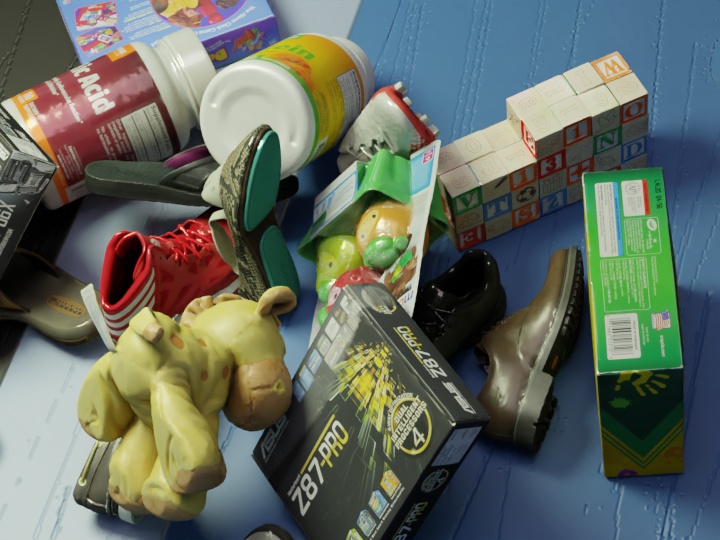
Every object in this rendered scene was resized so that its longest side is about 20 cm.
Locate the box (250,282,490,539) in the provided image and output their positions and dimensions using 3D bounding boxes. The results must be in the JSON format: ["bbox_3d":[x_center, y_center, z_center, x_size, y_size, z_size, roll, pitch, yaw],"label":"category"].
[{"bbox_3d":[0.004,0.135,1.494,0.049,0.200,0.161,-2,44,-41],"label":"box"}]

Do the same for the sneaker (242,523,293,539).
[{"bbox_3d":[-0.102,0.288,1.466,0.074,0.080,0.201,14,57,19],"label":"sneaker"}]

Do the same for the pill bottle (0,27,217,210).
[{"bbox_3d":[-0.235,-0.150,1.769,0.199,0.114,0.114,-27,56,-11],"label":"pill bottle"}]

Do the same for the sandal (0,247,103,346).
[{"bbox_3d":[-0.319,0.015,1.699,0.199,0.055,0.082,20,59,28],"label":"sandal"}]

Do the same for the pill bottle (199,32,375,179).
[{"bbox_3d":[-0.059,-0.159,1.710,0.111,0.112,0.200,15,23,17],"label":"pill bottle"}]

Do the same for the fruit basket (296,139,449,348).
[{"bbox_3d":[0.000,0.000,1.603,0.093,0.185,0.201,30,51,-18],"label":"fruit basket"}]

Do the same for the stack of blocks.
[{"bbox_3d":[0.162,-0.108,1.685,0.199,0.115,0.059,-24,55,-8],"label":"stack of blocks"}]

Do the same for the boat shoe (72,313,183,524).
[{"bbox_3d":[-0.190,0.119,1.600,0.060,0.072,0.202,13,60,11],"label":"boat shoe"}]

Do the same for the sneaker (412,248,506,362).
[{"bbox_3d":[0.055,0.058,1.598,0.076,0.091,0.200,28,64,19],"label":"sneaker"}]

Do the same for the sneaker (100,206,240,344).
[{"bbox_3d":[-0.160,-0.015,1.663,0.078,0.116,0.200,23,61,22],"label":"sneaker"}]

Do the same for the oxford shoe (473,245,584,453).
[{"bbox_3d":[0.143,0.056,1.599,0.084,0.073,0.201,14,58,19],"label":"oxford shoe"}]

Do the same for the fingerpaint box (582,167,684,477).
[{"bbox_3d":[0.229,0.044,1.537,0.073,0.167,0.201,-4,54,7],"label":"fingerpaint box"}]

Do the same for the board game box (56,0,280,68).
[{"bbox_3d":[-0.198,-0.257,1.883,0.199,0.045,0.135,-20,55,-7],"label":"board game box"}]

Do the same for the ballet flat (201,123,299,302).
[{"bbox_3d":[-0.103,-0.046,1.630,0.075,0.201,0.068,15,44,25],"label":"ballet flat"}]

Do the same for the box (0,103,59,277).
[{"bbox_3d":[-0.368,-0.076,1.690,0.200,0.050,0.158,41,107,48],"label":"box"}]

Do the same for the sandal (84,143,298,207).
[{"bbox_3d":[-0.154,-0.091,1.701,0.199,0.048,0.075,3,22,-9],"label":"sandal"}]

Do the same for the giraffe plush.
[{"bbox_3d":[-0.128,0.088,1.506,0.162,0.201,0.172,-18,9,-37],"label":"giraffe plush"}]

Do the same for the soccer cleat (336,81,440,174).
[{"bbox_3d":[0.018,-0.116,1.675,0.085,0.200,0.069,-38,89,-5],"label":"soccer cleat"}]
